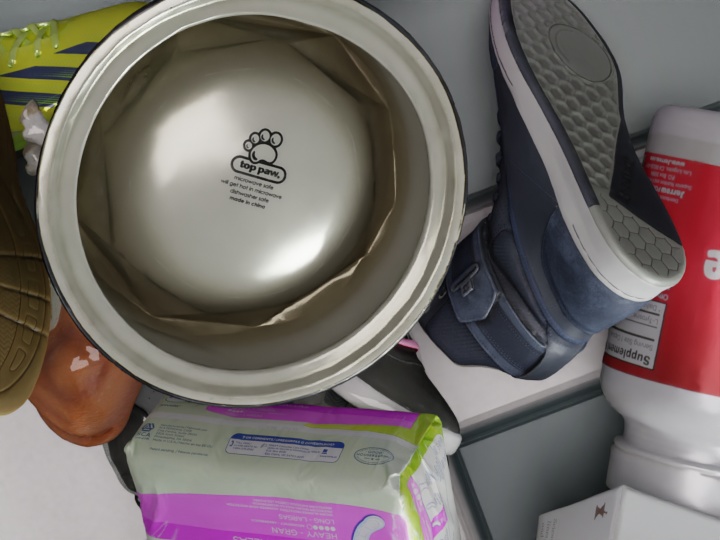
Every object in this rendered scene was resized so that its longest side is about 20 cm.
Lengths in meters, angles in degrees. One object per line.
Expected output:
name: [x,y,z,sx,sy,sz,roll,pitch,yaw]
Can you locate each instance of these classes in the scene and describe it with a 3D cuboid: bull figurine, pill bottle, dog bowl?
bull figurine: [-0.125,-0.014,1.076,0.121,0.065,0.200,26,92,3]
pill bottle: [0.186,0.022,1.113,0.112,0.112,0.200,10,95,-2]
dog bowl: [-0.055,-0.042,1.007,0.200,0.074,0.200,-4,105,-13]

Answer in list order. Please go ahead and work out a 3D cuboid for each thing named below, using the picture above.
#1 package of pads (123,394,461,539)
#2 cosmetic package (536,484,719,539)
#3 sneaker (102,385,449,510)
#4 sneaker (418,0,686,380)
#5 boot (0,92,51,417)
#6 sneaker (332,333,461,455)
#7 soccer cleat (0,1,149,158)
package of pads: [-0.021,0.160,1.081,0.154,0.068,0.200,3,122,21]
cosmetic package: [0.185,0.193,1.096,0.200,0.081,0.113,21,65,-20]
sneaker: [-0.060,0.093,1.141,0.200,0.075,0.116,29,99,7]
sneaker: [0.078,-0.040,1.124,0.077,0.146,0.203,9,52,-33]
boot: [-0.232,0.000,1.037,0.155,0.072,0.200,-26,64,26]
sneaker: [0.000,0.000,1.099,0.099,0.071,0.200,-48,66,6]
soccer cleat: [-0.195,-0.097,1.118,0.200,0.065,0.084,-27,103,3]
